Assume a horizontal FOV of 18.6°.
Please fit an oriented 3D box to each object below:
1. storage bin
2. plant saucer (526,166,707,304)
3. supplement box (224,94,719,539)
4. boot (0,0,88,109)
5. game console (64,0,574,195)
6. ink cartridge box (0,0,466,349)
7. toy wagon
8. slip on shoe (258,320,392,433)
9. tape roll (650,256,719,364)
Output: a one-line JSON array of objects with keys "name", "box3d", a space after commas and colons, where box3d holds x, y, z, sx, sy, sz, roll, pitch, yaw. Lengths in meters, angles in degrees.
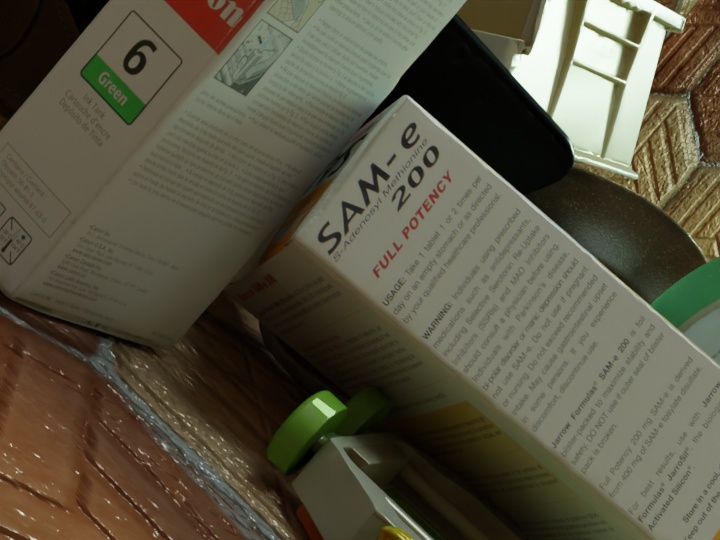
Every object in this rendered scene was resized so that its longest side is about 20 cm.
[{"name": "storage bin", "box3d": [0.036, -0.124, 1.146, 0.199, 0.094, 0.198, 16, 2, 27]}, {"name": "plant saucer", "box3d": [0.105, 0.013, 1.272, 0.200, 0.200, 0.037, 37, 53, -24]}, {"name": "supplement box", "box3d": [0.054, 0.034, 0.835, 0.200, 0.074, 0.126, 40, -16, -7]}, {"name": "boot", "box3d": [-0.104, -0.076, 1.006, 0.154, 0.074, 0.201, 32, 23, -48]}, {"name": "game console", "box3d": [-0.029, -0.106, 0.911, 0.200, 0.116, 0.176, 45, 11, -28]}, {"name": "ink cartridge box", "box3d": [-0.043, -0.069, 0.757, 0.050, 0.200, 0.109, 44, 9, 25]}, {"name": "toy wagon", "box3d": [0.033, 0.106, 0.759, 0.155, 0.040, 0.200, 42, 8, 12]}, {"name": "slip on shoe", "box3d": [0.039, 0.065, 0.930, 0.199, 0.076, 0.061, 35, -7, -7]}, {"name": "tape roll", "box3d": [0.206, 0.085, 1.109, 0.048, 0.201, 0.201, 33, 11, -43]}]
